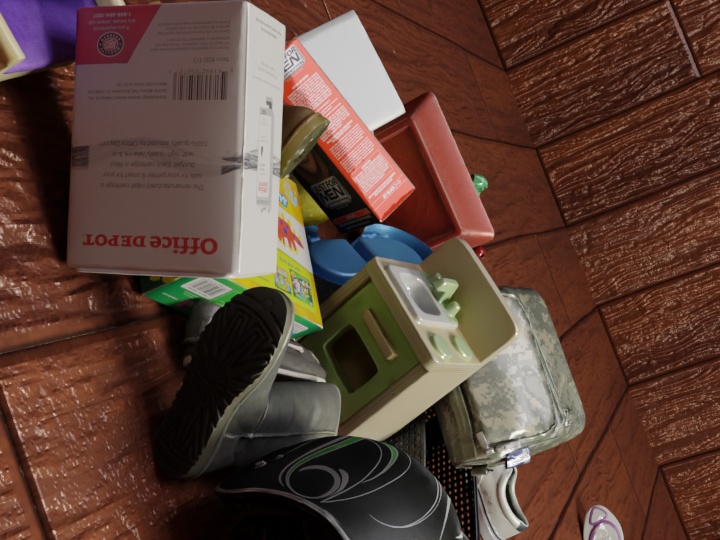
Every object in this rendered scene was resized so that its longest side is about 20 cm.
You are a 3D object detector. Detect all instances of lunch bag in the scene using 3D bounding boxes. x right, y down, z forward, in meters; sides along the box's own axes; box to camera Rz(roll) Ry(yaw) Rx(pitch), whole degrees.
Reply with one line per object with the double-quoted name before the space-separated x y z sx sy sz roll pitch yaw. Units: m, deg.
"lunch bag" 0.141 0.121 1.117 0.167 0.139 0.201 3 66 -52

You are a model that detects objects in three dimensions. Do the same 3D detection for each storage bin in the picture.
"storage bin" 0.062 0.214 1.138 0.135 0.093 0.200 54 25 -33

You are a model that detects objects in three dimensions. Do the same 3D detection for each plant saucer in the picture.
"plant saucer" 0.050 -0.098 1.293 0.037 0.200 0.200 -25 92 -49

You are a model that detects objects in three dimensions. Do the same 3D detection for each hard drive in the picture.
"hard drive" -0.060 -0.192 1.131 0.132 0.200 0.027 62 -22 -8

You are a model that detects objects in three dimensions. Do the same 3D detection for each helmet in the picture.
"helmet" -0.016 0.222 0.794 0.190 0.199 0.201 -4 73 -60

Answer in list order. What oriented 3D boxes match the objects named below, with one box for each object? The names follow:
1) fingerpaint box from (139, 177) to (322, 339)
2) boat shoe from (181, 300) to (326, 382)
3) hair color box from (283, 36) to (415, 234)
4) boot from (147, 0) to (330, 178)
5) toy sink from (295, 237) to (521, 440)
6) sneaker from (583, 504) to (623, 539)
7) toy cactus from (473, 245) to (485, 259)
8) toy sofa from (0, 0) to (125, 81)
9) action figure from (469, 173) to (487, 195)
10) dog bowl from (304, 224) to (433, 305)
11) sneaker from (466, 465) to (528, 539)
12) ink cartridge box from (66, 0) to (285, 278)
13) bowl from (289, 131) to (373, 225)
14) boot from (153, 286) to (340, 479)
"fingerpaint box" -0.126 -0.035 0.941 0.200 0.073 0.168 33 41 -58
"boat shoe" -0.090 0.072 0.928 0.200 0.067 0.057 24 62 -58
"hair color box" -0.043 -0.137 1.065 0.061 0.101 0.200 -45 103 -24
"boot" -0.128 -0.171 0.934 0.200 0.066 0.175 41 -8 -6
"toy sink" 0.038 0.067 1.022 0.112 0.200 0.131 10 45 -59
"sneaker" 0.463 0.537 1.882 0.100 0.075 0.201 59 12 -80
"toy cactus" 0.107 0.003 1.415 0.165 0.102 0.200 44 -30 28
"toy sofa" -0.243 -0.204 0.784 0.083 0.097 0.200 64 20 -10
"action figure" 0.092 -0.071 1.343 0.055 0.200 0.119 19 48 -40
"dog bowl" 0.000 0.000 1.135 0.199 0.050 0.112 -3 39 -40
"sneaker" 0.180 0.273 1.404 0.073 0.071 0.201 7 64 -67
"ink cartridge box" -0.141 -0.096 0.775 0.083 0.146 0.201 0 92 -73
"bowl" -0.048 -0.164 1.218 0.200 0.107 0.201 51 27 -39
"boot" -0.067 0.103 0.849 0.073 0.182 0.200 42 13 32
